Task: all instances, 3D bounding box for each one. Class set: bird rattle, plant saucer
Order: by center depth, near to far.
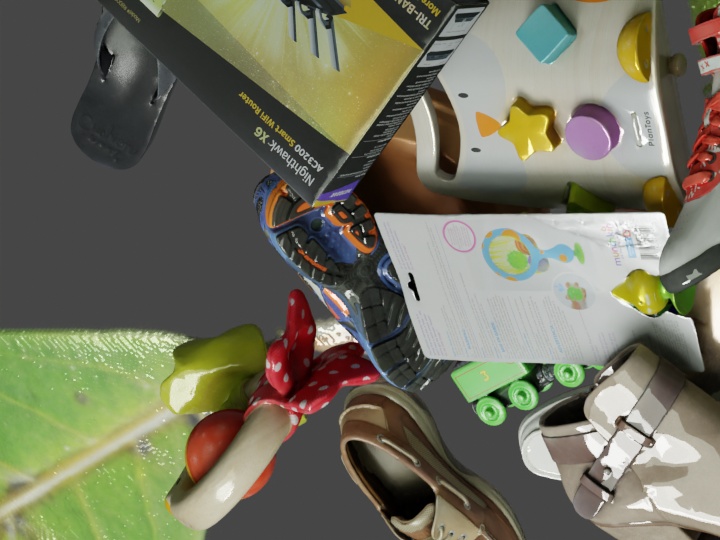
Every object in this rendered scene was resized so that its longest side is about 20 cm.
[{"bbox_3d":[0.028,-0.031,1.419,0.198,0.038,0.201,11,127,15],"label":"plant saucer"},{"bbox_3d":[-0.070,0.110,1.464,0.112,0.164,0.200,37,162,-20],"label":"bird rattle"}]

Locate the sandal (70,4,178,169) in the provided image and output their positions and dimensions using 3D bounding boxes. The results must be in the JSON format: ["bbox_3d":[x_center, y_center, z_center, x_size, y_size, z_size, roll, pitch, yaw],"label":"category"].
[{"bbox_3d":[-0.148,-0.144,1.407,0.076,0.043,0.201,22,128,6],"label":"sandal"}]

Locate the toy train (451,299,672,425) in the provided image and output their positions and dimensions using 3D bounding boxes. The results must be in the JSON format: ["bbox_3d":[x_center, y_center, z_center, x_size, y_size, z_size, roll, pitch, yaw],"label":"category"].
[{"bbox_3d":[0.144,0.045,1.424,0.199,0.042,0.057,-31,97,35],"label":"toy train"}]

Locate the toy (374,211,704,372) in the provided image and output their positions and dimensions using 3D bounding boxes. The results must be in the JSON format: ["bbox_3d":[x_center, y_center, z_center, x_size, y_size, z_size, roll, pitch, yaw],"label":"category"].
[{"bbox_3d":[0.117,0.003,1.315,0.199,0.047,0.116,4,127,35],"label":"toy"}]

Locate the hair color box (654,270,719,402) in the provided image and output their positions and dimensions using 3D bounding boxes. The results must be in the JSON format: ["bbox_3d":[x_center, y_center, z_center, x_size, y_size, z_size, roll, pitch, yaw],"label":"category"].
[{"bbox_3d":[0.234,0.064,1.325,0.109,0.065,0.201,31,117,4],"label":"hair color box"}]

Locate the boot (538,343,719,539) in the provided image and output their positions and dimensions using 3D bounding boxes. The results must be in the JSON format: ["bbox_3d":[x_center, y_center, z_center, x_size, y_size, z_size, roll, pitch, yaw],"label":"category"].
[{"bbox_3d":[0.208,0.104,1.275,0.200,0.070,0.146,-36,98,30],"label":"boot"}]

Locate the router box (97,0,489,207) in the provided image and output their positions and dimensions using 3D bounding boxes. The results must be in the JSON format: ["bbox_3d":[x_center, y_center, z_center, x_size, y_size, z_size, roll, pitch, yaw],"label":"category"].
[{"bbox_3d":[-0.044,-0.164,1.284,0.200,0.052,0.158,43,114,15],"label":"router box"}]

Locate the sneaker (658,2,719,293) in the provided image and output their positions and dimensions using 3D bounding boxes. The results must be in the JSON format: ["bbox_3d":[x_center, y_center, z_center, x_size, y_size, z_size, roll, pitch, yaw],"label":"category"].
[{"bbox_3d":[0.214,-0.089,1.224,0.108,0.201,0.067,46,167,-7],"label":"sneaker"}]

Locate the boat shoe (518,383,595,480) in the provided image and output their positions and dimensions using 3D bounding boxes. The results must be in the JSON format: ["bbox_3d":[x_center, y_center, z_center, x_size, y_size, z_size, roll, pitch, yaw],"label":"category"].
[{"bbox_3d":[0.194,0.121,1.435,0.199,0.069,0.071,-8,121,27],"label":"boat shoe"}]

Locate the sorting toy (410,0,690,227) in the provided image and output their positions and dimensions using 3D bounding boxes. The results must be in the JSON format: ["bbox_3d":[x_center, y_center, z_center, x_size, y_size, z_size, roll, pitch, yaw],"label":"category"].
[{"bbox_3d":[0.110,-0.102,1.293,0.179,0.107,0.201,-2,122,24],"label":"sorting toy"}]

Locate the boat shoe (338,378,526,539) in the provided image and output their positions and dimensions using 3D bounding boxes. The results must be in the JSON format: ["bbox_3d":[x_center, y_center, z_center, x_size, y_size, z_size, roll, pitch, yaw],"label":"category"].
[{"bbox_3d":[0.048,0.171,1.527,0.076,0.072,0.200,-31,108,35],"label":"boat shoe"}]

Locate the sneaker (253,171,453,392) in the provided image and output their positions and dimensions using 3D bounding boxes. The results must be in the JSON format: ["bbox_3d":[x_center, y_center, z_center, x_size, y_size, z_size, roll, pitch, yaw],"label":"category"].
[{"bbox_3d":[0.000,0.000,1.390,0.075,0.078,0.200,-41,121,-6],"label":"sneaker"}]
